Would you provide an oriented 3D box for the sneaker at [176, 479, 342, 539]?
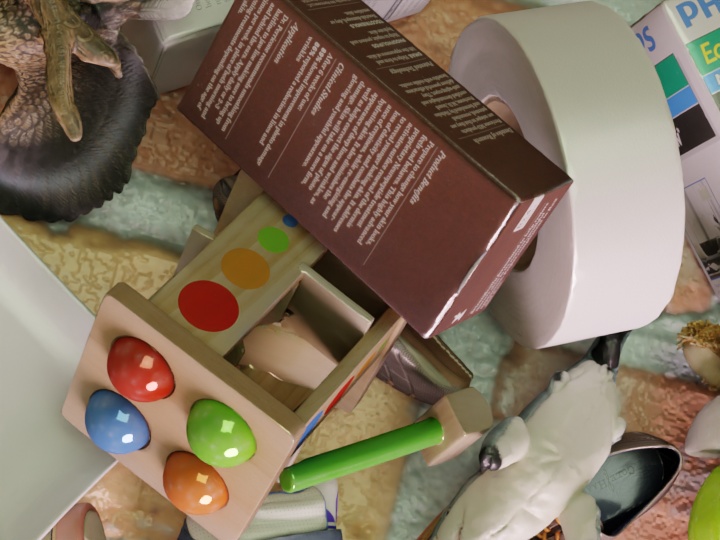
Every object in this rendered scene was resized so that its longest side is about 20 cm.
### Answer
[{"bbox_3d":[-0.016,0.194,0.978,0.200,0.081,0.147,20,80,-3],"label":"sneaker"}]

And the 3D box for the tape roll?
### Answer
[{"bbox_3d":[0.116,-0.058,0.995,0.071,0.202,0.203,-11,82,-14],"label":"tape roll"}]

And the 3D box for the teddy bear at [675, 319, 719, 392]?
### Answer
[{"bbox_3d":[0.296,0.048,1.049,0.199,0.145,0.067,3,83,-8],"label":"teddy bear"}]

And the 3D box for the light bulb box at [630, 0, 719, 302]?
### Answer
[{"bbox_3d":[0.293,-0.107,1.085,0.198,0.125,0.200,-27,88,-16],"label":"light bulb box"}]

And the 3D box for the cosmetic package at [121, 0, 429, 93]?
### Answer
[{"bbox_3d":[-0.071,-0.239,1.025,0.200,0.123,0.200,-19,85,-17],"label":"cosmetic package"}]

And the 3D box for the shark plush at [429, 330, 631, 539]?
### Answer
[{"bbox_3d":[0.107,0.090,1.005,0.091,0.083,0.200,35,57,-16],"label":"shark plush"}]

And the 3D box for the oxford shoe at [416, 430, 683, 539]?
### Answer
[{"bbox_3d":[0.108,0.153,1.018,0.200,0.073,0.071,-31,88,-16],"label":"oxford shoe"}]

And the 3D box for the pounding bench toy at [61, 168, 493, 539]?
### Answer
[{"bbox_3d":[-0.041,0.072,0.928,0.200,0.124,0.156,37,49,7],"label":"pounding bench toy"}]

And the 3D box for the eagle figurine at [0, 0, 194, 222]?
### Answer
[{"bbox_3d":[-0.182,-0.127,0.940,0.151,0.200,0.152,22,74,-6],"label":"eagle figurine"}]

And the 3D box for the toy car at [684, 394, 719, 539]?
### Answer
[{"bbox_3d":[0.292,0.163,1.004,0.200,0.150,0.175,11,77,-36],"label":"toy car"}]

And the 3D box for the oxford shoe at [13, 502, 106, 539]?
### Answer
[{"bbox_3d":[-0.178,0.236,0.949,0.074,0.071,0.200,-6,77,7],"label":"oxford shoe"}]

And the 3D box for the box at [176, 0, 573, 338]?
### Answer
[{"bbox_3d":[0.006,-0.070,0.911,0.200,0.100,0.075,44,31,18],"label":"box"}]

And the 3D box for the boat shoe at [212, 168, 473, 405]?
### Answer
[{"bbox_3d":[0.000,0.000,1.024,0.200,0.076,0.072,45,71,-3],"label":"boat shoe"}]

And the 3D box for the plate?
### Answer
[{"bbox_3d":[-0.237,0.069,0.938,0.200,0.032,0.200,46,55,-4],"label":"plate"}]
